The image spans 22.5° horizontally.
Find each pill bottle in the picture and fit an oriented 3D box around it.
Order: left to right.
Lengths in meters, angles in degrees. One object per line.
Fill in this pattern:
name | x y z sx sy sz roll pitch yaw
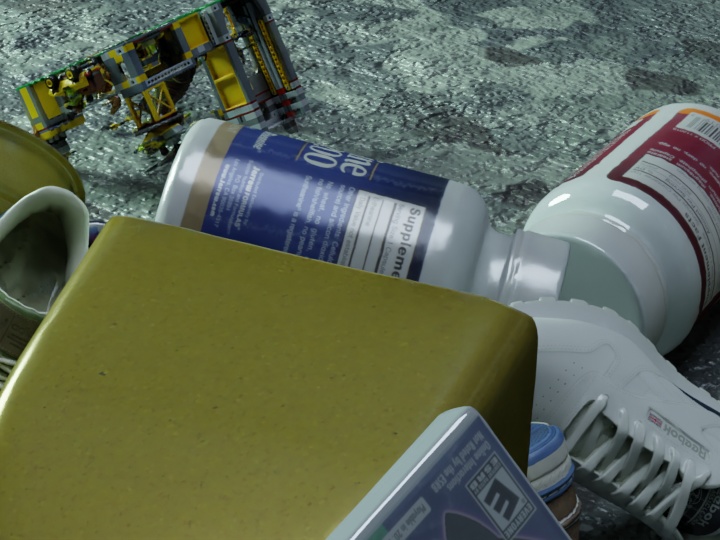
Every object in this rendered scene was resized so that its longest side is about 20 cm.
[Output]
pill bottle | 0.000 0.000 0.907 0.198 0.112 0.111 15 29 5
pill bottle | 0.162 -0.014 1.060 0.113 0.115 0.200 17 32 26

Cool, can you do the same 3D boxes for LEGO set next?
LEGO set | -0.131 -0.111 1.263 0.153 0.117 0.200 -17 12 32

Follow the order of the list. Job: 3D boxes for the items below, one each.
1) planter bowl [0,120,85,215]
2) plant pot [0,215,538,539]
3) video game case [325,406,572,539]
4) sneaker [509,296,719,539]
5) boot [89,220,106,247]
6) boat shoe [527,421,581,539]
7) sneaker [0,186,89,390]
planter bowl | -0.251 -0.004 0.994 0.198 0.201 0.084 -1 64 -7
plant pot | -0.055 0.129 0.708 0.192 0.197 0.200 13 37 19
video game case | 0.027 0.177 0.593 0.200 0.183 0.023 -44 13 -33
sneaker | 0.129 0.080 0.853 0.199 0.077 0.081 25 25 -27
boot | -0.129 0.054 0.932 0.072 0.091 0.200 -6 29 -16
boat shoe | 0.020 0.115 0.840 0.072 0.073 0.199 -23 11 -37
sneaker | -0.183 0.041 0.872 0.067 0.090 0.202 29 54 -15
